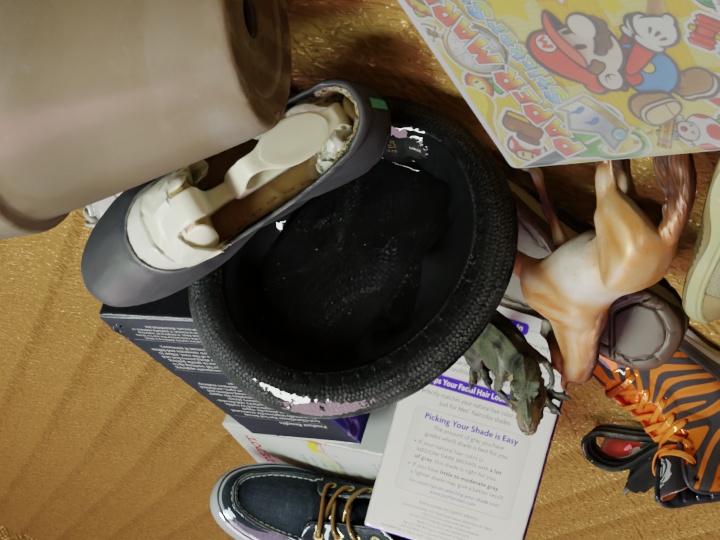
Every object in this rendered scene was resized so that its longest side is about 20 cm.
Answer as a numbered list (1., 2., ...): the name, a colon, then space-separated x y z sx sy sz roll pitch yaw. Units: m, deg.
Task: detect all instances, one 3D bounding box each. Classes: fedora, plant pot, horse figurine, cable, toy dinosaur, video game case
1. fedora: 0.000 0.000 0.908 0.200 0.201 0.092 13 165 15
2. plant pot: -0.135 -0.123 0.794 0.173 0.201 0.200 -6 151 14
3. horse figurine: 0.131 -0.022 0.862 0.050 0.133 0.200 -15 162 -34
4. cable: 0.255 0.136 1.271 0.097 0.050 0.200 37 145 1
5. toy dinosaur: 0.085 0.051 0.978 0.088 0.047 0.200 59 175 -37
6. video game case: 0.102 -0.128 0.725 0.182 0.023 0.200 -2 139 42

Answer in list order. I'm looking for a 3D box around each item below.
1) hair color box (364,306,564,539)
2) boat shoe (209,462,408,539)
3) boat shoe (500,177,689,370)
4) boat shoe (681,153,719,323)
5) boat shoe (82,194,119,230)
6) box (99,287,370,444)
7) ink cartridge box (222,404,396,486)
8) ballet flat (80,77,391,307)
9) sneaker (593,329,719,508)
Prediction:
1. hair color box: 0.083 0.093 1.058 0.109 0.201 0.065 16 -178 10
2. boat shoe: -0.010 0.184 1.152 0.199 0.071 0.091 17 157 -10
3. boat shoe: 0.116 -0.009 0.971 0.202 0.075 0.075 36 117 9
4. boat shoe: 0.224 -0.024 0.857 0.063 0.073 0.201 18 151 14
5. boat shoe: -0.164 -0.039 1.108 0.074 0.065 0.200 37 173 41
6. box: -0.066 0.015 1.077 0.104 0.149 0.200 1 153 35
7. ink cartridge box: 0.021 0.103 1.211 0.199 0.145 0.145 9 156 22
8. ballet flat: -0.073 -0.047 0.846 0.200 0.073 0.073 -30 148 0
9. sneaker: 0.215 0.102 1.097 0.199 0.112 0.078 23 157 -8
